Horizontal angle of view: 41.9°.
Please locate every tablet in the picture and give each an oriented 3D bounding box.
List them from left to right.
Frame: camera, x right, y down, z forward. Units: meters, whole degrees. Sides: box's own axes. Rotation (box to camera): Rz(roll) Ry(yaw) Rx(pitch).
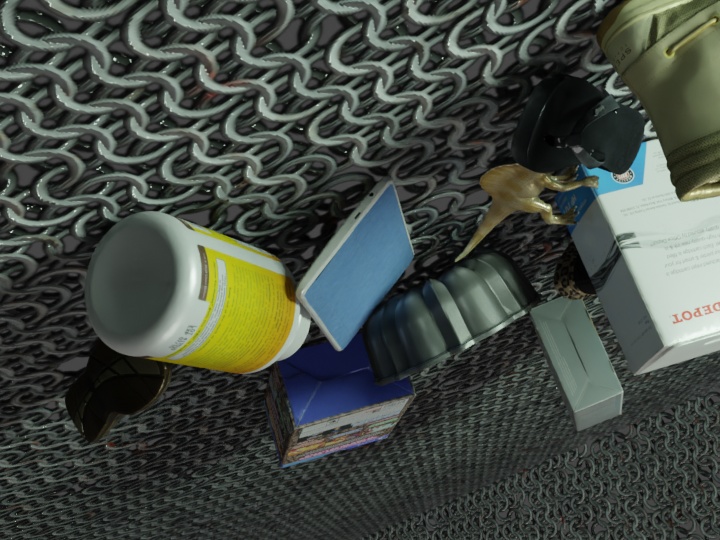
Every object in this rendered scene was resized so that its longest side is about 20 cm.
[{"bbox_3d":[0.000,0.000,0.874,0.131,0.014,0.200,-52,162,-9],"label":"tablet"}]

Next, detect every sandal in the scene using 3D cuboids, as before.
[{"bbox_3d":[-0.238,0.116,0.949,0.054,0.082,0.200,-22,165,-44],"label":"sandal"},{"bbox_3d":[0.188,-0.114,0.760,0.199,0.043,0.077,-6,116,-48],"label":"sandal"}]

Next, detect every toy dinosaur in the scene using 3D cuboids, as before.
[{"bbox_3d":[0.155,-0.075,0.879,0.100,0.059,0.200,4,152,-13],"label":"toy dinosaur"}]

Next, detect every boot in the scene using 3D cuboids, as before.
[{"bbox_3d":[0.320,-0.033,1.064,0.200,0.074,0.150,-39,-169,-35],"label":"boot"},{"bbox_3d":[0.286,-0.141,0.659,0.197,0.157,0.073,-18,159,-3],"label":"boot"}]

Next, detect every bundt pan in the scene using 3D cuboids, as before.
[{"bbox_3d":[0.087,0.042,0.992,0.200,0.076,0.202,-28,178,-1],"label":"bundt pan"}]

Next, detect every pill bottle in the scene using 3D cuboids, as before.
[{"bbox_3d":[-0.123,0.026,0.777,0.108,0.111,0.199,-27,157,21],"label":"pill bottle"}]

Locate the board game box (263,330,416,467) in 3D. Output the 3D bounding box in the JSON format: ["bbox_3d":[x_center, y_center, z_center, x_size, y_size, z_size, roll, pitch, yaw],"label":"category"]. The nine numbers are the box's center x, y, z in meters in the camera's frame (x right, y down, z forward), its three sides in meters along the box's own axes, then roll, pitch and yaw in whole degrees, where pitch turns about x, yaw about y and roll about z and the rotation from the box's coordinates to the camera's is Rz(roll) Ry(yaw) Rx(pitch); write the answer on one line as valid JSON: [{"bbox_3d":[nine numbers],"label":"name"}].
[{"bbox_3d":[-0.034,0.166,1.216,0.157,0.098,0.200,-13,158,-16],"label":"board game box"}]

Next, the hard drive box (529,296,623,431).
[{"bbox_3d":[0.316,0.137,1.372,0.076,0.158,0.200,-22,160,7],"label":"hard drive box"}]

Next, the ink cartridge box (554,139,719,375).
[{"bbox_3d":[0.297,-0.020,0.904,0.144,0.202,0.086,-13,159,-15],"label":"ink cartridge box"}]
